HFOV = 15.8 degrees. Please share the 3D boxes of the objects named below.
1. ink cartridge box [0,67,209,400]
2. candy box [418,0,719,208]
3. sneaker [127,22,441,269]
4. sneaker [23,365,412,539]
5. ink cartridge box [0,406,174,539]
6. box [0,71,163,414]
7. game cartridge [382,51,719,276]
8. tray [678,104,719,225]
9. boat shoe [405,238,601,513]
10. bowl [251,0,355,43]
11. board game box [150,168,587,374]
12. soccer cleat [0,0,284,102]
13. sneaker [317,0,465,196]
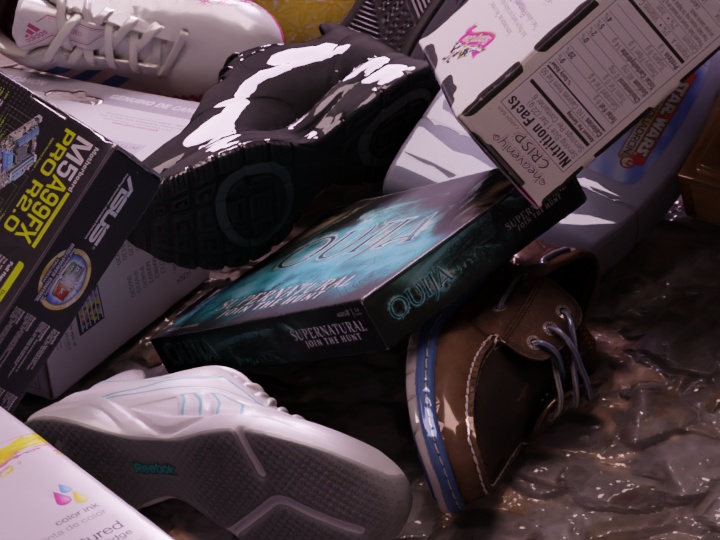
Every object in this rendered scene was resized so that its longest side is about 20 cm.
[{"bbox_3d":[-0.187,-0.028,1.366,0.199,0.084,0.175,13,36,34],"label":"ink cartridge box"},{"bbox_3d":[0.125,-0.130,1.159,0.200,0.061,0.137,-40,18,9],"label":"candy box"},{"bbox_3d":[-0.053,-0.067,1.311,0.199,0.076,0.091,-27,49,-36],"label":"sneaker"},{"bbox_3d":[-0.058,0.076,1.164,0.199,0.071,0.080,9,33,31],"label":"sneaker"},{"bbox_3d":[-0.175,0.139,1.079,0.144,0.085,0.200,-27,33,-26],"label":"ink cartridge box"},{"bbox_3d":[-0.208,-0.001,1.233,0.160,0.044,0.201,31,87,36],"label":"box"},{"bbox_3d":[0.116,-0.086,1.334,0.132,0.042,0.201,22,59,21],"label":"game cartridge"},{"bbox_3d":[0.250,-0.100,1.316,0.098,0.037,0.201,18,61,28],"label":"tray"},{"bbox_3d":[0.070,0.036,1.177,0.072,0.073,0.200,-10,29,17],"label":"boat shoe"},{"bbox_3d":[-0.079,-0.163,1.511,0.199,0.200,0.109,7,74,28],"label":"bowl"},{"bbox_3d":[0.000,0.000,1.229,0.135,0.028,0.199,-36,14,-31],"label":"board game box"},{"bbox_3d":[-0.138,-0.127,1.419,0.199,0.070,0.086,12,8,32],"label":"soccer cleat"},{"bbox_3d":[0.025,-0.107,1.436,0.084,0.121,0.200,41,96,34],"label":"sneaker"}]
